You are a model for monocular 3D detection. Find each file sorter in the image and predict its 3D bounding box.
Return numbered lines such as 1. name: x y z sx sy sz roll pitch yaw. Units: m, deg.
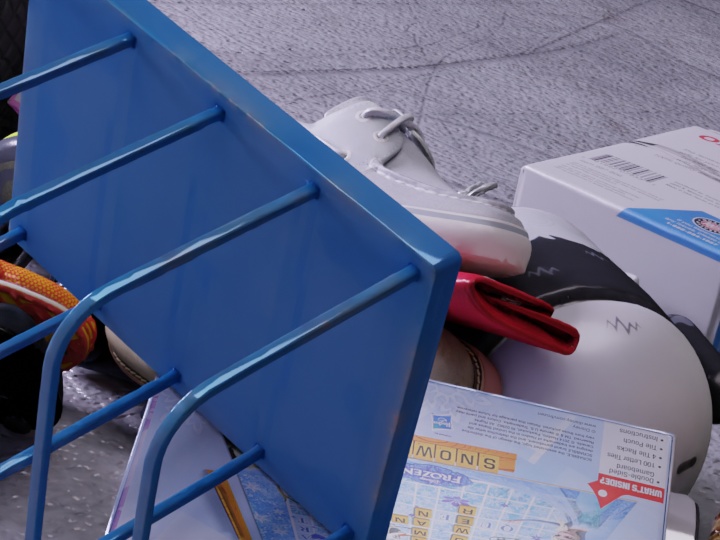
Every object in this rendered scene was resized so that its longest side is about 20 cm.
1. file sorter: -0.089 0.010 0.743 0.122 0.139 0.200 -28 56 -37

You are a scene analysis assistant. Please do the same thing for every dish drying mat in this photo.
1. dish drying mat: 0.000 0.000 0.958 0.077 0.018 0.200 22 -5 -44

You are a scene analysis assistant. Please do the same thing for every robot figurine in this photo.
1. robot figurine: 0.080 0.049 1.017 0.125 0.150 0.200 50 1 -29

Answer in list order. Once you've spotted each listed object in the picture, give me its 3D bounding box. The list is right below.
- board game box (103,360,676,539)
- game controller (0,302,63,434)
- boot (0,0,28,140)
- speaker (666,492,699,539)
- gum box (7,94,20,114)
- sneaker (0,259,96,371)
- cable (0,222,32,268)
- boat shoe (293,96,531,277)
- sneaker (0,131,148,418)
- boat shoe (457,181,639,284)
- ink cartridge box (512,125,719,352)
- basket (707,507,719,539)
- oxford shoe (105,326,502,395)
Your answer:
1. board game box: 0.005 0.121 0.786 0.199 0.041 0.200 13 44 2
2. game controller: -0.224 0.022 0.957 0.199 0.042 0.104 14 -16 6
3. boot: -0.237 -0.113 1.235 0.130 0.068 0.200 19 -20 18
4. speaker: 0.029 0.106 0.889 0.199 0.082 0.081 14 20 2
5. gum box: -0.088 -0.049 1.166 0.200 0.066 0.114 31 -15 41
6. sneaker: -0.213 -0.003 1.027 0.199 0.073 0.077 16 41 7
7. cable: -0.259 -0.034 1.151 0.199 0.051 0.163 1 27 -39
8. boat shoe: -0.006 -0.045 0.998 0.199 0.069 0.072 14 -5 41
9. sneaker: -0.127 -0.002 1.073 0.081 0.074 0.200 -29 51 -33
10. boat shoe: 0.059 -0.012 1.209 0.201 0.086 0.075 21 22 21
11. ink cartridge box: 0.197 -0.013 1.297 0.144 0.085 0.200 27 25 32
12. basket: 0.222 0.113 0.817 0.143 0.149 0.200 46 24 0
13. oxford shoe: -0.037 0.026 0.952 0.199 0.071 0.074 7 -22 33
